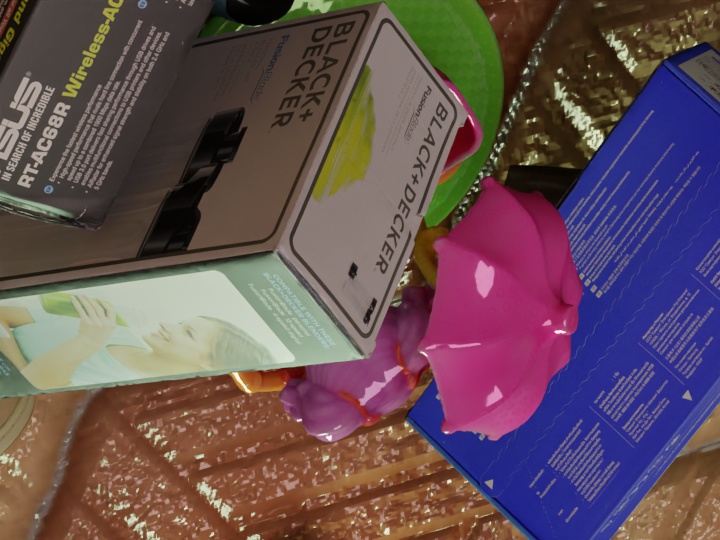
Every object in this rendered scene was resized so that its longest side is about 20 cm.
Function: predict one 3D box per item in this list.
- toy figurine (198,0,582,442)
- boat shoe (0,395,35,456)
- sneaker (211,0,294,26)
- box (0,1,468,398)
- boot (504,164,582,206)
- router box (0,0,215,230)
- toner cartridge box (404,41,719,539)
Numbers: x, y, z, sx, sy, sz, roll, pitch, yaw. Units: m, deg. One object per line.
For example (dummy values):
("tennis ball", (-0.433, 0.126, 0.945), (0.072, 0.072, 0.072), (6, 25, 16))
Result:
("toy figurine", (0.000, 0.000, 1.087), (0.200, 0.184, 0.150), (-35, 129, 0))
("boat shoe", (-0.223, 0.069, 1.100), (0.199, 0.071, 0.065), (-23, 125, -9))
("sneaker", (-0.014, -0.178, 1.041), (0.078, 0.090, 0.201), (7, 115, -26))
("box", (-0.071, -0.022, 1.026), (0.060, 0.199, 0.117), (51, 48, -35))
("boot", (0.150, 0.041, 1.180), (0.064, 0.199, 0.188), (-32, 114, -59))
("router box", (-0.095, -0.137, 0.992), (0.062, 0.150, 0.201), (18, 110, -31))
("toner cartridge box", (0.108, 0.016, 1.138), (0.043, 0.095, 0.200), (-24, 154, -55))
